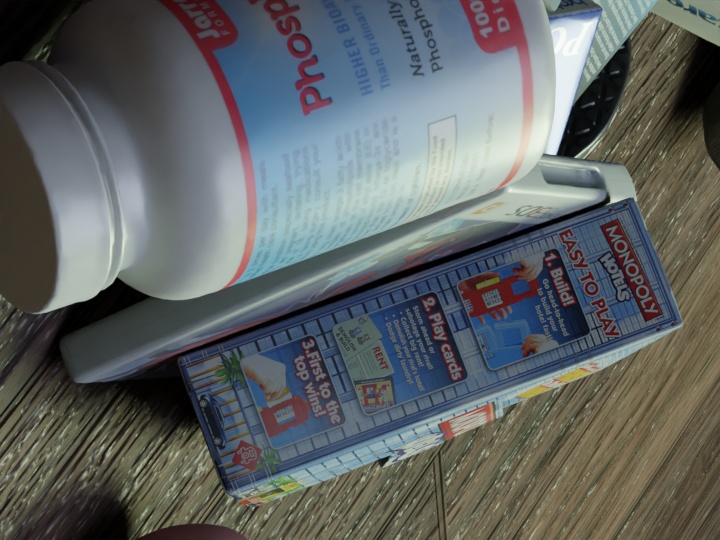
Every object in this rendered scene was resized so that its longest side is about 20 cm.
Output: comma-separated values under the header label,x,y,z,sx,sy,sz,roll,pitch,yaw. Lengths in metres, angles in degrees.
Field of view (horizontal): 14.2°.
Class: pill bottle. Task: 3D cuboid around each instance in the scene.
label,x,y,z,sx,sy,sz,roll,pitch,yaw
pill bottle,-0.038,-0.054,1.003,0.199,0.109,0.109,-21,140,-29

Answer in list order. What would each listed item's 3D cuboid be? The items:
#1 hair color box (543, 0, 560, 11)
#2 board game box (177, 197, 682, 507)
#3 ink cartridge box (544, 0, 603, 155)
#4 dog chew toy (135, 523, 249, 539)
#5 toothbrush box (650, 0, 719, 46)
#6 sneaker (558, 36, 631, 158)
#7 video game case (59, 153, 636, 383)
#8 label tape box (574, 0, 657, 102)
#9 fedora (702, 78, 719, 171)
label,x,y,z,sx,sy,sz,roll,pitch,yaw
hair color box,0.024,-0.167,1.096,0.061,0.099,0.200,-63,161,-3
board game box,0.034,0.039,1.240,0.199,0.062,0.200,-21,172,1
ink cartridge box,0.007,-0.065,1.181,0.199,0.044,0.094,-14,131,-41
dog chew toy,-0.101,0.209,1.267,0.200,0.124,0.125,-48,158,-14
toothbrush box,0.220,-0.215,1.470,0.200,0.145,0.086,-57,161,-14
sneaker,0.063,-0.047,1.446,0.200,0.072,0.083,-57,-175,-11
video game case,0.000,0.000,1.190,0.199,0.023,0.182,-23,171,19
label tape box,0.073,-0.121,1.329,0.200,0.063,0.144,-51,161,-2
fedora,0.274,-0.091,1.813,0.090,0.177,0.200,-38,176,27
